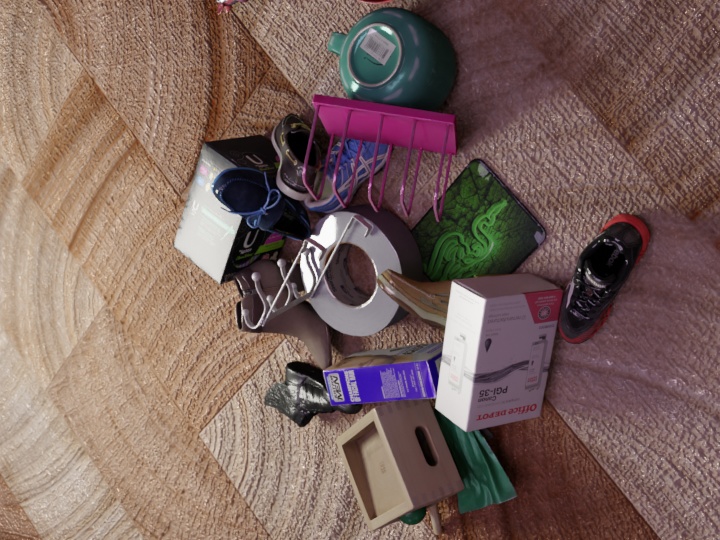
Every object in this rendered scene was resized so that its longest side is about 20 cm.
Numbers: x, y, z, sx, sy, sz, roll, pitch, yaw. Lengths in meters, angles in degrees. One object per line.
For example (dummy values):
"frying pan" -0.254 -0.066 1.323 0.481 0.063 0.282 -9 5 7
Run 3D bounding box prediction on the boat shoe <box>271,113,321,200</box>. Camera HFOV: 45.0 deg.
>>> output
"boat shoe" -0.094 -0.190 1.350 0.061 0.071 0.202 -55 28 32

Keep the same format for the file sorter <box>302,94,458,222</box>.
"file sorter" 0.029 -0.152 1.230 0.197 0.139 0.127 10 82 9

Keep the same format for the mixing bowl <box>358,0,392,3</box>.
"mixing bowl" 0.050 -0.475 1.209 0.198 0.108 0.203 9 107 32

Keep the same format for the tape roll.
"tape roll" 0.000 0.000 1.389 0.198 0.066 0.203 11 109 32

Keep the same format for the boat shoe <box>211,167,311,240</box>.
"boat shoe" -0.137 -0.100 1.317 0.084 0.199 0.069 -52 53 18

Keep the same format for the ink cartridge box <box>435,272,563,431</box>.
"ink cartridge box" 0.196 0.114 1.236 0.083 0.145 0.203 32 122 54

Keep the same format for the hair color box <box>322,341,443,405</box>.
"hair color box" 0.052 0.162 1.374 0.198 0.109 0.066 -12 96 34

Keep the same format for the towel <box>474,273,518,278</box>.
"towel" 0.187 0.101 1.288 0.018 0.085 0.203 32 119 53

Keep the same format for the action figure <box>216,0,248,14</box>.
"action figure" -0.180 -0.495 1.383 0.147 0.135 0.201 13 133 -15

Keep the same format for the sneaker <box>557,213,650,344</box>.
"sneaker" 0.315 0.020 1.172 0.070 0.098 0.202 33 120 19

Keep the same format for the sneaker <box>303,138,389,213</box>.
"sneaker" -0.018 -0.163 1.355 0.076 0.077 0.201 44 118 17

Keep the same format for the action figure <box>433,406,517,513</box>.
"action figure" 0.165 0.268 1.361 0.118 0.054 0.202 -29 79 36

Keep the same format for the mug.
"mug" 0.032 -0.291 1.244 0.183 0.114 0.154 -10 85 28

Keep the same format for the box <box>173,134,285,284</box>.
"box" -0.198 -0.104 1.444 0.124 0.148 0.202 35 119 23

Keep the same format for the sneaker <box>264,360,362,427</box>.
"sneaker" -0.083 0.230 1.513 0.198 0.060 0.105 25 114 32

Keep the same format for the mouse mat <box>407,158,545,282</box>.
"mouse mat" 0.165 -0.046 1.308 0.161 0.008 0.200 49 124 13

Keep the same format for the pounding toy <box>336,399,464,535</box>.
"pounding toy" 0.077 0.324 1.378 0.184 0.141 0.202 -48 59 53

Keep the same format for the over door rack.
"over door rack" -0.089 -0.008 1.319 0.067 0.147 0.200 48 125 8

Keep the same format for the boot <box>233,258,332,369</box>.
"boot" -0.134 0.079 1.447 0.070 0.145 0.203 -23 79 63

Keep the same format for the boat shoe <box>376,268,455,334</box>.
"boat shoe" 0.118 0.042 1.291 0.199 0.072 0.077 31 103 -22
